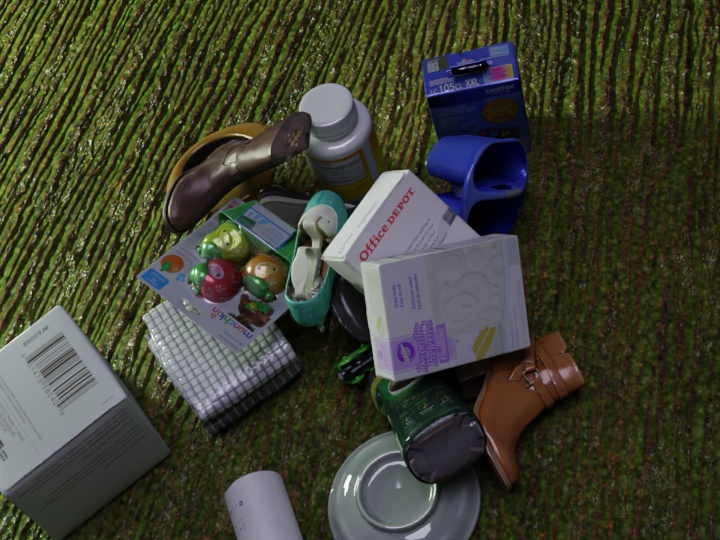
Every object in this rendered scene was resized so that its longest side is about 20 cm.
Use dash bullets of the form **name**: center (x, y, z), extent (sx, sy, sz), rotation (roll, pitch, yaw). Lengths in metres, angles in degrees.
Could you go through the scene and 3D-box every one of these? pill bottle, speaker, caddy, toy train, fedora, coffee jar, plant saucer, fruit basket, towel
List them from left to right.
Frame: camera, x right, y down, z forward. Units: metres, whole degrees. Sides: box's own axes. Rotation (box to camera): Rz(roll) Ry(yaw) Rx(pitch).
- **towel**: center (-0.193, 0.107, 1.698), extent (0.165, 0.086, 0.200), rotation (-35, 57, -6)
- **fedora**: center (-0.195, -0.134, 1.842), extent (0.199, 0.082, 0.202), rotation (-18, 41, 16)
- **fruit basket**: center (-0.166, -0.002, 1.640), extent (0.185, 0.094, 0.200), rotation (35, 49, 19)
- **speaker**: center (-0.105, 0.352, 1.513), extent (0.081, 0.081, 0.201), rotation (-24, 54, -1)
- **pill bottle**: center (-0.026, -0.173, 1.759), extent (0.108, 0.201, 0.110), rotation (-7, 56, 10)
- **toy train**: center (0.051, 0.090, 1.655), extent (0.199, 0.056, 0.042), rotation (-33, 95, -12)
- **plant saucer**: center (0.051, 0.283, 1.534), extent (0.198, 0.050, 0.202), rotation (-7, 56, 10)
- **coffee jar**: center (0.079, 0.174, 1.534), extent (0.104, 0.086, 0.200), rotation (-31, 28, 0)
- **caddy**: center (0.167, -0.112, 1.679), extent (0.104, 0.199, 0.143), rotation (13, 104, 29)

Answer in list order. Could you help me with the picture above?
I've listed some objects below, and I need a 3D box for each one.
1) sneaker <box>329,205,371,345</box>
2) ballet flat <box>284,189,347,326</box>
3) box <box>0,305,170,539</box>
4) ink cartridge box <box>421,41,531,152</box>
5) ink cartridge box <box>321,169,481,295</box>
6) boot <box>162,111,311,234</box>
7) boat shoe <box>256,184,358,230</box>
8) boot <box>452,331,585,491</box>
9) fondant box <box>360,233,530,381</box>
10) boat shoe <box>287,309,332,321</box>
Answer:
- **sneaker**: center (0.000, 0.000, 1.632), extent (0.090, 0.076, 0.202), rotation (-24, 64, 24)
- **ballet flat**: center (-0.058, -0.028, 1.597), extent (0.067, 0.071, 0.202), rotation (1, 65, 15)
- **box**: center (-0.402, 0.204, 1.635), extent (0.200, 0.172, 0.199), rotation (-38, 56, -10)
- **ink cartridge box**: center (0.165, -0.245, 1.753), extent (0.135, 0.201, 0.077), rotation (-11, 55, 9)
- **ink cartridge box**: center (0.072, -0.011, 1.575), extent (0.146, 0.200, 0.084), rotation (-53, 20, -13)
- **boot**: center (-0.164, -0.134, 1.664), extent (0.199, 0.064, 0.187), rotation (-10, 39, 47)
- **boat shoe**: center (-0.053, -0.085, 1.759), extent (0.198, 0.073, 0.063), rotation (11, 37, -13)
- **boot**: center (0.213, 0.170, 1.551), extent (0.153, 0.074, 0.201), rotation (-16, 57, 0)
- **fondant box**: center (0.107, 0.044, 1.514), extent (0.198, 0.146, 0.058), rotation (-12, 9, -23)
- **boat shoe**: center (-0.090, -0.005, 1.758), extent (0.056, 0.069, 0.201), rotation (0, 47, -24)
